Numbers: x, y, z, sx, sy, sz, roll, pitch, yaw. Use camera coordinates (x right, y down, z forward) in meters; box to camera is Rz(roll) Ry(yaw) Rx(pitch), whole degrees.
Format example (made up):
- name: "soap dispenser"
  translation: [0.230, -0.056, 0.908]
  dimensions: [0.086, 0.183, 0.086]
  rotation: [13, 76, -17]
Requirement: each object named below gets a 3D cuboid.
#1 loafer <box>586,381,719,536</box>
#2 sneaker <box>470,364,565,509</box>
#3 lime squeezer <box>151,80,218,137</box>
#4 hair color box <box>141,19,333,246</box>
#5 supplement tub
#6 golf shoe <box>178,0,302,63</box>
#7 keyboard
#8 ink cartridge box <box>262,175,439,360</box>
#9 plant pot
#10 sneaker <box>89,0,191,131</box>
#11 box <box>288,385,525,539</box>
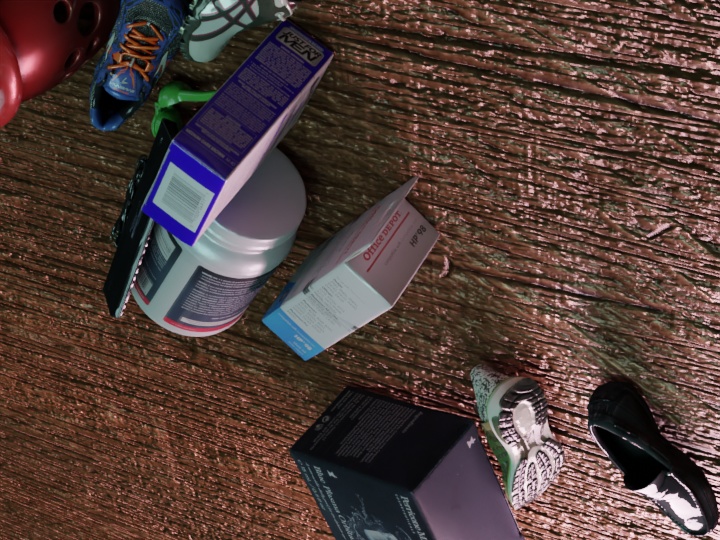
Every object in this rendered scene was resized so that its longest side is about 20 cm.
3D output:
- name: "loafer"
  translation: [0.291, 0.201, 1.422]
  dimensions: [0.068, 0.071, 0.201]
  rotation: [-21, 115, 45]
- name: "sneaker"
  translation: [0.160, 0.170, 1.506]
  dimensions: [0.089, 0.077, 0.201]
  rotation: [42, 155, 45]
- name: "lime squeezer"
  translation: [-0.180, -0.149, 1.432]
  dimensions: [0.071, 0.038, 0.200]
  rotation: [39, 142, 1]
- name: "hair color box"
  translation: [-0.110, -0.128, 1.279]
  dimensions: [0.065, 0.200, 0.109]
  rotation: [37, 140, 1]
- name: "supplement tub"
  translation: [-0.148, -0.034, 1.445]
  dimensions: [0.140, 0.141, 0.200]
  rotation: [38, 140, -3]
- name: "golf shoe"
  translation: [-0.101, -0.242, 1.263]
  dimensions: [0.088, 0.077, 0.200]
  rotation: [32, 141, -7]
- name: "keyboard"
  translation: [-0.222, -0.058, 1.429]
  dimensions: [0.020, 0.127, 0.201]
  rotation: [14, 111, -24]
- name: "ink cartridge box"
  translation: [0.000, 0.000, 1.393]
  dimensions: [0.067, 0.116, 0.200]
  rotation: [44, 140, -11]
- name: "plant pot"
  translation: [-0.361, -0.250, 1.354]
  dimensions: [0.199, 0.183, 0.201]
  rotation: [19, 135, 19]
- name: "sneaker"
  translation: [-0.216, -0.203, 1.365]
  dimensions: [0.075, 0.079, 0.200]
  rotation: [20, 144, -11]
- name: "box"
  translation: [0.053, 0.253, 1.573]
  dimensions: [0.199, 0.117, 0.197]
  rotation: [10, 135, 45]
